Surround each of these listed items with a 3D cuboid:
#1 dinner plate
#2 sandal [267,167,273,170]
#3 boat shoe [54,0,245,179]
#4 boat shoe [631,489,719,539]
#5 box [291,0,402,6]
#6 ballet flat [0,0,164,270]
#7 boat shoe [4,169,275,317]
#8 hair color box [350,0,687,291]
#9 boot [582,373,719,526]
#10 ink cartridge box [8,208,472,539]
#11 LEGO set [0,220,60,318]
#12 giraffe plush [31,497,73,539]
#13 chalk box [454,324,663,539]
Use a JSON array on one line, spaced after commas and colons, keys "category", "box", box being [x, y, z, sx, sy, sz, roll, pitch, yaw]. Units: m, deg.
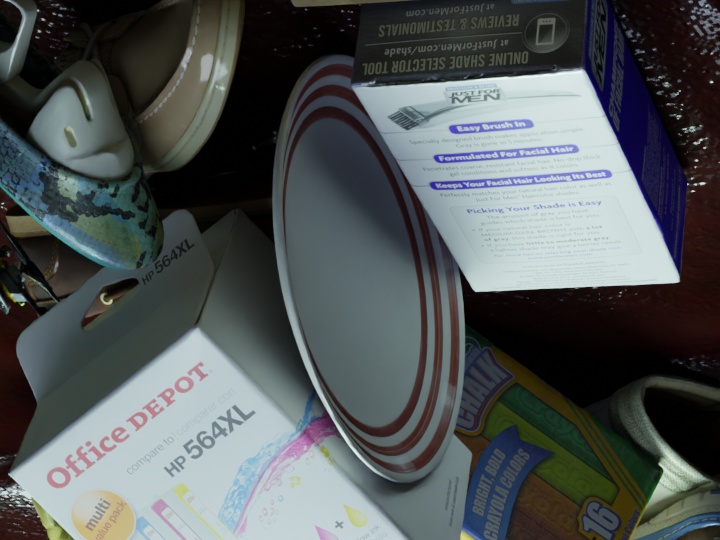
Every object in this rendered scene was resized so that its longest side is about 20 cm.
[{"category": "dinner plate", "box": [0.000, 0.000, 1.329, 0.024, 0.201, 0.200, -12, 147, 24]}, {"category": "sandal", "box": [-0.073, -0.001, 1.512, 0.076, 0.043, 0.200, 21, 149, -25]}, {"category": "boat shoe", "box": [-0.112, -0.082, 1.339, 0.064, 0.072, 0.200, 17, 152, -21]}, {"category": "boat shoe", "box": [0.163, 0.192, 1.643, 0.072, 0.073, 0.200, 23, 145, -14]}, {"category": "box", "box": [0.020, -0.176, 1.184, 0.163, 0.021, 0.200, -2, 151, 17]}, {"category": "ballet flat", "box": [-0.154, -0.084, 1.279, 0.200, 0.074, 0.074, 42, 145, -4]}, {"category": "boat shoe", "box": [-0.092, -0.010, 1.443, 0.199, 0.071, 0.070, -5, -167, 41]}, {"category": "hair color box", "box": [0.079, -0.063, 1.342, 0.109, 0.065, 0.200, -3, 153, 18]}, {"category": "boot", "box": [0.185, 0.131, 1.675, 0.200, 0.072, 0.154, 32, 143, -28]}, {"category": "ink cartridge box", "box": [-0.062, 0.083, 1.352, 0.128, 0.125, 0.200, -38, 107, 22]}, {"category": "LEGO set", "box": [-0.229, -0.050, 1.394, 0.154, 0.116, 0.200, 33, 160, 53]}, {"category": "giraffe plush", "box": [-0.111, 0.173, 1.759, 0.199, 0.173, 0.162, -8, 172, 4]}, {"category": "chalk box", "box": [0.041, 0.119, 1.585, 0.200, 0.125, 0.124, 35, 139, -5]}]
